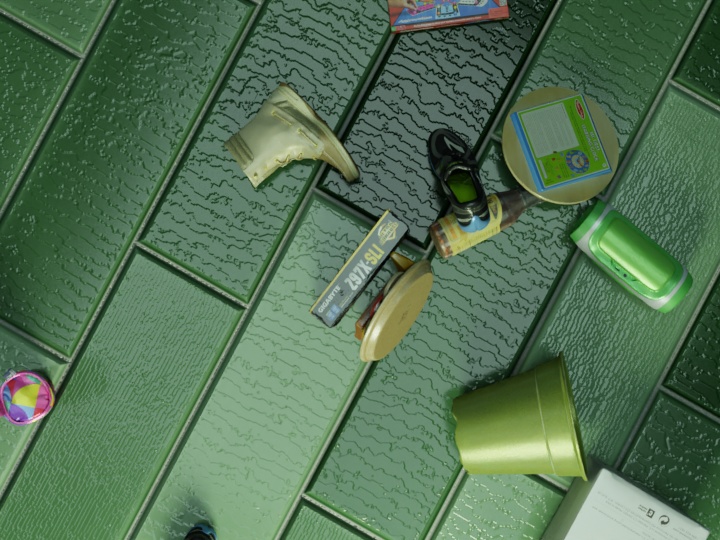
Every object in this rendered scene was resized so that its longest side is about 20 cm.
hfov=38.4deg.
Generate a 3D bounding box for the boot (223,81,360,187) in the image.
[{"bbox_3d":[-0.111,-0.184,1.682,0.155,0.073,0.200,-43,87,-1],"label":"boot"}]

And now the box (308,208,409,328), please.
[{"bbox_3d":[0.000,0.000,1.636,0.049,0.160,0.201,38,90,1],"label":"box"}]

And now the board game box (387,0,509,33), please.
[{"bbox_3d":[0.142,-0.458,1.712,0.196,0.019,0.105,-8,88,0],"label":"board game box"}]

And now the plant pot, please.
[{"bbox_3d":[0.247,0.246,1.630,0.187,0.200,0.204,-13,89,12],"label":"plant pot"}]

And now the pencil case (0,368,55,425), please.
[{"bbox_3d":[-0.522,0.196,1.616,0.087,0.200,0.090,1,83,-13],"label":"pencil case"}]

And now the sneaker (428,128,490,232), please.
[{"bbox_3d":[0.158,-0.156,1.642,0.070,0.083,0.202,-18,54,1],"label":"sneaker"}]

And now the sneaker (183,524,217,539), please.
[{"bbox_3d":[-0.294,0.508,1.667,0.070,0.083,0.202,24,90,1],"label":"sneaker"}]

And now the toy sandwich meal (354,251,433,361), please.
[{"bbox_3d":[0.042,0.054,1.619,0.070,0.205,0.207,33,89,17],"label":"toy sandwich meal"}]

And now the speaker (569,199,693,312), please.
[{"bbox_3d":[0.437,-0.023,1.670,0.199,0.088,0.089,40,90,1],"label":"speaker"}]

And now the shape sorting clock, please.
[{"bbox_3d":[0.325,-0.204,1.681,0.196,0.039,0.204,1,75,-4],"label":"shape sorting clock"}]

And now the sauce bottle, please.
[{"bbox_3d":[0.209,-0.090,1.684,0.198,0.066,0.067,-28,89,-4],"label":"sauce bottle"}]

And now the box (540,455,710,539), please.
[{"bbox_3d":[0.407,0.435,1.639,0.197,0.131,0.202,30,89,1],"label":"box"}]
